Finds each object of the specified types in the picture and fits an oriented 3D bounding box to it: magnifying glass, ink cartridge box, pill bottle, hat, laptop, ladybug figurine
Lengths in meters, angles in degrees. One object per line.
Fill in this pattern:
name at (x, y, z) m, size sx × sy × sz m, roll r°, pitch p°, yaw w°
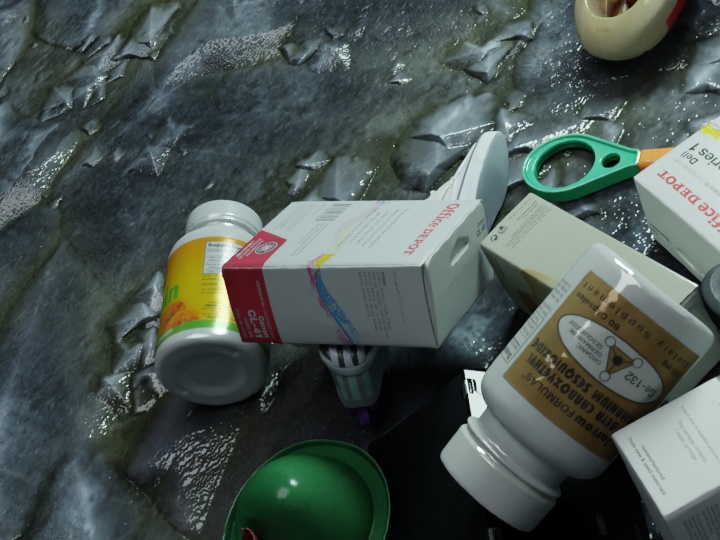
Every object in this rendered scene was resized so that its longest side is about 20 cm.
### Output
magnifying glass at (0.253, -0.105, 1.200) m, size 0.200 × 0.022 × 0.080 m, roll 0°, pitch 52°, yaw 29°
ink cartridge box at (0.000, 0.000, 1.100) m, size 0.200 × 0.086 × 0.148 m, roll 2°, pitch 26°, yaw 27°
pill bottle at (-0.145, 0.026, 1.249) m, size 0.111 × 0.111 × 0.200 m, roll -17°, pitch 45°, yaw 17°
ink cartridge box at (0.299, 0.132, 0.869) m, size 0.200 × 0.146 × 0.084 m, roll -29°, pitch 43°, yaw 3°
hat at (-0.081, 0.180, 1.013) m, size 0.200 × 0.176 × 0.166 m, roll 12°, pitch 65°, yaw 41°
laptop at (0.115, 0.189, 1.026) m, size 0.200 × 0.116 × 0.187 m, roll 1°, pitch 47°, yaw -7°
ladybug figurine at (0.297, -0.310, 1.287) m, size 0.136 × 0.072 × 0.200 m, roll 18°, pitch 88°, yaw 52°
ink cartridge box at (0.362, -0.076, 1.063) m, size 0.200 × 0.084 × 0.145 m, roll -35°, pitch 43°, yaw -2°
pill bottle at (0.154, 0.089, 0.906) m, size 0.200 × 0.114 × 0.114 m, roll -52°, pitch 43°, yaw 8°

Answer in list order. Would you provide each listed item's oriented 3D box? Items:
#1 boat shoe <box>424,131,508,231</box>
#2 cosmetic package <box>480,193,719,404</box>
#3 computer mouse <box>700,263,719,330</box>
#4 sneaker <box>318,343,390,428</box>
boat shoe at (0.093, -0.059, 1.214) m, size 0.065 × 0.074 × 0.200 m, roll 5°, pitch 54°, yaw 28°
cosmetic package at (0.205, 0.023, 1.054) m, size 0.071 × 0.105 × 0.200 m, roll -45°, pitch 43°, yaw -9°
computer mouse at (0.362, 0.038, 0.963) m, size 0.200 × 0.053 × 0.139 m, roll 3°, pitch 44°, yaw -3°
sneaker at (-0.002, 0.067, 1.168) m, size 0.074 × 0.088 × 0.200 m, roll -6°, pitch 24°, yaw 11°
